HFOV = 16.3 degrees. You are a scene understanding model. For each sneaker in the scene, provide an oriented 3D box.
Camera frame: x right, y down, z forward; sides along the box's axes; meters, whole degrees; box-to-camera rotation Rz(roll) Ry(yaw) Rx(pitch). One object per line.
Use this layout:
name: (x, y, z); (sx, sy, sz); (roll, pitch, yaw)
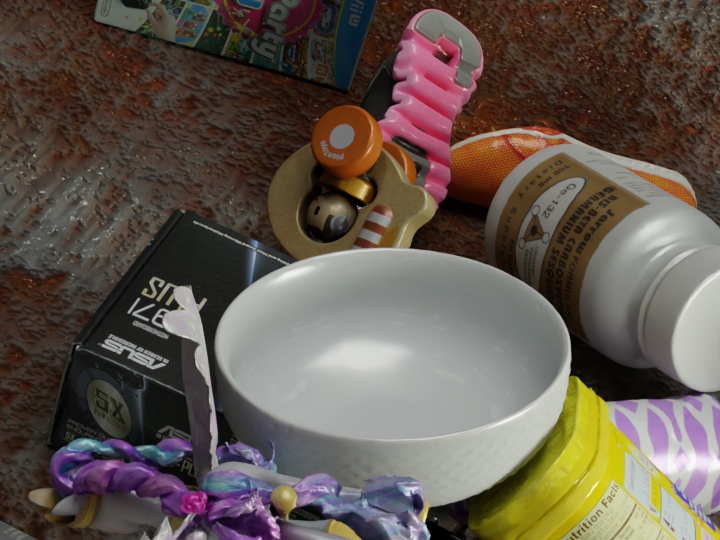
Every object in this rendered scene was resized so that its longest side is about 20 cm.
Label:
sneaker: (0.150, -0.050, 1.798); (0.200, 0.073, 0.077); (11, 48, -7)
sneaker: (0.020, -0.090, 1.790); (0.079, 0.095, 0.200); (37, 57, -18)

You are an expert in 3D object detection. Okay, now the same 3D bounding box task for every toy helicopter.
toy helicopter: (0.000, 0.000, 1.645); (0.200, 0.132, 0.079); (57, 7, 29)

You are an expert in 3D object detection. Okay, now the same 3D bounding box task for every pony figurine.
pony figurine: (-0.067, 0.120, 1.270); (0.200, 0.193, 0.167); (17, 67, -4)

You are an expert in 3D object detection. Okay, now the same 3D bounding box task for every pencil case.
pencil case: (0.139, 0.115, 1.572); (0.200, 0.084, 0.086); (3, 49, -27)

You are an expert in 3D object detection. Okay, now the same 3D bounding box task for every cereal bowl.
cereal bowl: (0.017, 0.071, 1.415); (0.200, 0.083, 0.200); (2, 32, -1)

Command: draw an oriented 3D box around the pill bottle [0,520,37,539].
pill bottle: (-0.163, 0.205, 1.297); (0.200, 0.116, 0.116); (25, 37, 8)

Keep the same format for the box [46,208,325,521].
box: (-0.064, 0.071, 1.534); (0.200, 0.086, 0.164); (25, 38, 6)

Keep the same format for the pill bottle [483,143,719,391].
pill bottle: (0.180, 0.000, 1.666); (0.114, 0.114, 0.200); (-7, 26, -31)

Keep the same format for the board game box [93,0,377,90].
board game box: (-0.082, -0.233, 1.855); (0.200, 0.148, 0.064); (15, 36, -6)

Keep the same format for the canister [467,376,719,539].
canister: (0.162, 0.171, 1.438); (0.200, 0.087, 0.149); (45, 16, -8)

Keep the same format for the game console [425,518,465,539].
game console: (0.050, 0.254, 1.332); (0.200, 0.119, 0.172); (28, 38, 12)
